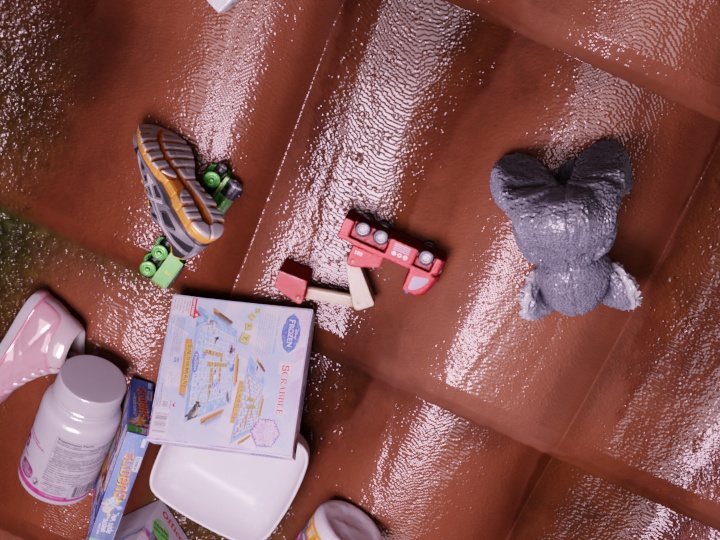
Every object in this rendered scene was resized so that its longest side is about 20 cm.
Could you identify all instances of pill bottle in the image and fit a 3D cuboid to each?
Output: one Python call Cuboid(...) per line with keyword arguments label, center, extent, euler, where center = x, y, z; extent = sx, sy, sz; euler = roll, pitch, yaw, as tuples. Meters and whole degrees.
Cuboid(label="pill bottle", center=(-0.061, 0.440, 1.444), extent=(0.116, 0.117, 0.201), euler=(33, 110, -3))
Cuboid(label="pill bottle", center=(-0.404, 0.224, 1.411), extent=(0.112, 0.114, 0.201), euler=(28, 119, -1))

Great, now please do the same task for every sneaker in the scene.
Cuboid(label="sneaker", center=(-0.463, 0.135, 1.424), extent=(0.104, 0.075, 0.201), euler=(35, 106, 2))
Cuboid(label="sneaker", center=(-0.248, -0.104, 1.283), extent=(0.077, 0.078, 0.201), euler=(-46, 61, 36))

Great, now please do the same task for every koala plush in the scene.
Cuboid(label="koala plush", center=(0.254, -0.027, 1.222), extent=(0.175, 0.184, 0.202), euler=(-7, 119, 11))

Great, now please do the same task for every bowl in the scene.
Cuboid(label="bowl", center=(-0.181, 0.272, 1.428), extent=(0.198, 0.075, 0.201), euler=(29, 109, -1))

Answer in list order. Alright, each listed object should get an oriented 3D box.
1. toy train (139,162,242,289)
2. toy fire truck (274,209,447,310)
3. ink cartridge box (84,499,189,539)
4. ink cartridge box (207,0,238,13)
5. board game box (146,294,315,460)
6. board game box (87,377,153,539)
Cuboid(label="toy train", center=(-0.228, -0.058, 1.345), extent=(0.056, 0.042, 0.200), euler=(35, 110, -14))
Cuboid(label="toy fire truck", center=(0.000, 0.000, 1.323), extent=(0.198, 0.049, 0.142), euler=(24, 111, -1))
Cuboid(label="ink cartridge box", center=(-0.338, 0.465, 1.450), extent=(0.145, 0.200, 0.148), euler=(-27, 103, 15))
Cuboid(label="ink cartridge box", center=(-0.152, -0.439, 1.201), extent=(0.200, 0.050, 0.161), euler=(-39, 99, 20))
Cuboid(label="board game box", center=(-0.171, 0.143, 1.344), extent=(0.197, 0.041, 0.202), euler=(6, 74, 6))
Cuboid(label="board game box", center=(-0.341, 0.274, 1.418), extent=(0.034, 0.136, 0.202), euler=(17, 113, -17))
